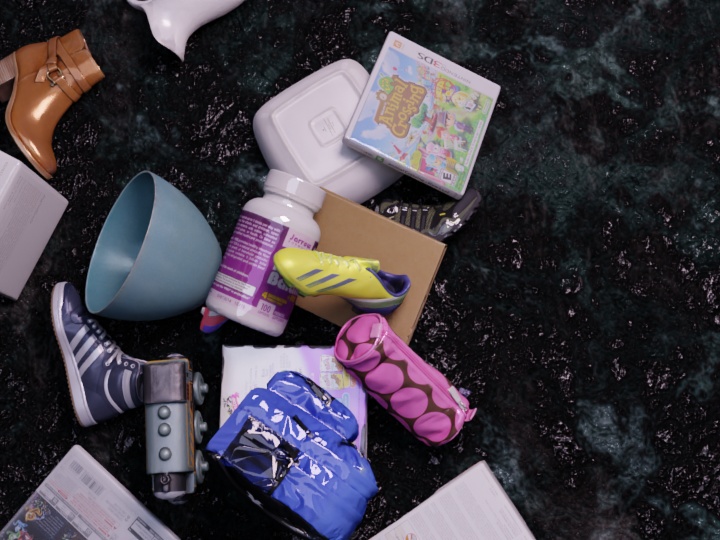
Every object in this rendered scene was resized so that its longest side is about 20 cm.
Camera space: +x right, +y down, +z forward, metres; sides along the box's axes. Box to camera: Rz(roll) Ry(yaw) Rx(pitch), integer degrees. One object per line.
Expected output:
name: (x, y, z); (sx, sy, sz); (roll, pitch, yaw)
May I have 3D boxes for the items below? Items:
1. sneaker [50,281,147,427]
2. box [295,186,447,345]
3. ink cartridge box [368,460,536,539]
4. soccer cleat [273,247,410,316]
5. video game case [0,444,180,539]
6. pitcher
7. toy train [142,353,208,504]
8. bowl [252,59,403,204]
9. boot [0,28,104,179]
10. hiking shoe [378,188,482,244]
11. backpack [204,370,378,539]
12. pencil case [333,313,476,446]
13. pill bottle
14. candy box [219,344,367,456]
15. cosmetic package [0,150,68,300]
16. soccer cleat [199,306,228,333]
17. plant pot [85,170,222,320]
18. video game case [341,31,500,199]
sneaker: (-0.354, 0.104, 1.403); (0.107, 0.070, 0.202); (-15, 86, 5)
box: (0.000, 0.000, 1.381); (0.198, 0.021, 0.165); (25, 101, 15)
ink cartridge box: (0.127, 0.375, 1.348); (0.199, 0.050, 0.163); (-34, 80, 5)
soccer cleat: (-0.021, 0.002, 1.288); (0.084, 0.199, 0.065); (-44, 43, 30)
video game case: (-0.374, 0.372, 1.379); (0.200, 0.023, 0.182); (40, 83, 8)
pitcher: (-0.246, -0.432, 1.486); (0.200, 0.121, 0.172); (-46, 65, 5)
toy train: (-0.251, 0.209, 1.356); (0.084, 0.114, 0.203); (-3, 79, 3)
bowl: (-0.042, -0.191, 1.444); (0.198, 0.075, 0.201); (-30, 81, -2)
boot: (-0.440, -0.245, 1.481); (0.154, 0.077, 0.201); (-25, 72, -6)
hiking shoe: (0.074, -0.069, 1.412); (0.199, 0.076, 0.101); (-34, 83, -3)
backpack: (-0.069, 0.234, 1.248); (0.199, 0.163, 0.168); (38, 81, 8)
pencil case: (0.059, 0.140, 1.326); (0.200, 0.093, 0.091); (42, 59, -24)
pill bottle: (-0.118, -0.025, 1.339); (0.111, 0.112, 0.202); (21, 88, 7)
candy box: (-0.089, 0.188, 1.374); (0.197, 0.072, 0.170); (1, 80, 2)
cosmetic package: (-0.532, -0.081, 1.381); (0.166, 0.200, 0.168); (24, 81, 7)
soccer cleat: (-0.151, 0.009, 1.418); (0.076, 0.067, 0.201); (33, 83, -6)
plant pot: (-0.267, -0.016, 1.379); (0.134, 0.199, 0.202); (23, 79, -30)
video game case: (0.089, -0.218, 1.417); (0.181, 0.022, 0.202); (25, 62, -6)
